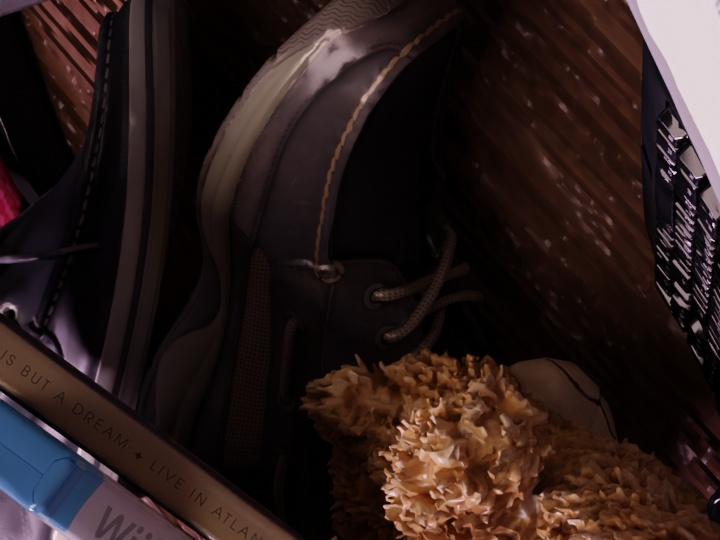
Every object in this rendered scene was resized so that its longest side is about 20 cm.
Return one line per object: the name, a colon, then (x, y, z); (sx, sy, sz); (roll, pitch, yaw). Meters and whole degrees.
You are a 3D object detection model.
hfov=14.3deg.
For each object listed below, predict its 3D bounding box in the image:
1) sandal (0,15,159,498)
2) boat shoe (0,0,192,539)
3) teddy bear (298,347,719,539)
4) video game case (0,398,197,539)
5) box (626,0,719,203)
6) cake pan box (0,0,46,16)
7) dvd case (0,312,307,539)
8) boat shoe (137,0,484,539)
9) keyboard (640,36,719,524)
sandal: (-0.118, -0.017, 0.891); (0.075, 0.045, 0.201); (-20, 94, 50)
boat shoe: (-0.089, 0.012, 0.825); (0.062, 0.075, 0.201); (15, 113, -4)
teddy bear: (0.060, 0.066, 0.653); (0.067, 0.145, 0.200); (-63, 12, 2)
video game case: (-0.053, 0.071, 0.736); (0.143, 0.018, 0.200); (30, 172, 47)
box: (0.163, -0.033, 0.474); (0.184, 0.105, 0.201); (-25, 90, 29)
cake pan box: (-0.108, -0.152, 0.694); (0.052, 0.199, 0.185); (22, 128, 59)
dvd case: (-0.073, 0.033, 0.719); (0.200, 0.016, 0.149); (36, 174, -4)
boat shoe: (0.000, 0.000, 0.758); (0.073, 0.074, 0.200); (39, 144, 15)
keyboard: (0.076, 0.021, 0.607); (0.104, 0.040, 0.200); (58, -179, 12)
